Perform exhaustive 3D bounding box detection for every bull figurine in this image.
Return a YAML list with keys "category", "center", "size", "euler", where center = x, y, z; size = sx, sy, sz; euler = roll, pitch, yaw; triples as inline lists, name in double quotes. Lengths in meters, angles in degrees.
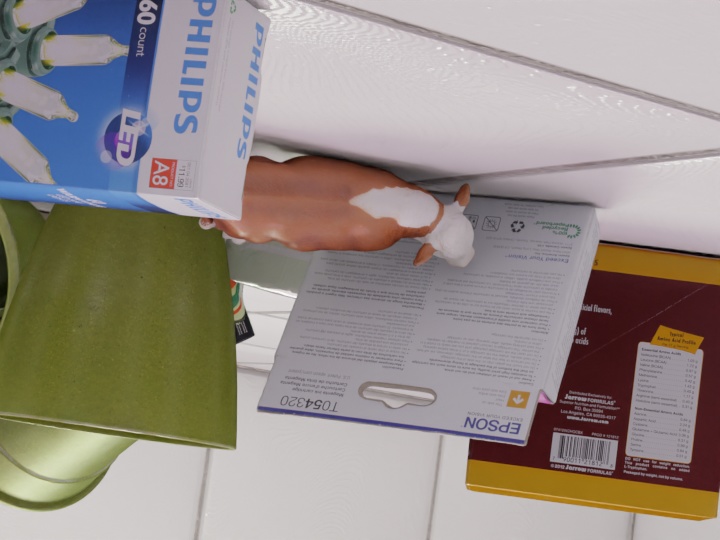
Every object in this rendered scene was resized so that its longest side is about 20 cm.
- category: "bull figurine"
  center: [-0.021, -0.041, 1.422]
  size: [0.199, 0.065, 0.121]
  euler: [10, 174, -23]

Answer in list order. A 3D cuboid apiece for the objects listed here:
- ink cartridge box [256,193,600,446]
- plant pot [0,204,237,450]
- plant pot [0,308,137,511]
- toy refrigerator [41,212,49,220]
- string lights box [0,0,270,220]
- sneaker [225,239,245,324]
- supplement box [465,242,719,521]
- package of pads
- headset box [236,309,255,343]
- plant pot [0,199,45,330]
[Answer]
- category: "ink cartridge box"
  center: [0.049, 0.035, 1.449]
  size: [0.196, 0.200, 0.043]
  euler: [6, 147, 21]
- category: "plant pot"
  center: [-0.167, 0.017, 1.503]
  size: [0.186, 0.201, 0.187]
  euler: [8, 173, 1]
- category: "plant pot"
  center: [-0.237, 0.087, 1.801]
  size: [0.200, 0.201, 0.190]
  euler: [13, 153, -39]
- category: "toy refrigerator"
  center: [-0.329, 0.044, 1.933]
  size: [0.076, 0.201, 0.070]
  euler: [12, 172, -25]
- category: "string lights box"
  center: [-0.151, -0.086, 1.021]
  size: [0.199, 0.103, 0.059]
  euler: [5, 172, 20]
- category: "sneaker"
  center: [-0.133, -0.024, 1.731]
  size: [0.070, 0.094, 0.200]
  euler: [-9, -158, -4]
- category: "supplement box"
  center: [0.191, 0.086, 1.670]
  size: [0.196, 0.201, 0.133]
  euler: [7, 173, 5]
- category: "package of pads"
  center: [0.000, 0.000, 1.618]
  size: [0.199, 0.068, 0.155]
  euler: [13, 180, 2]
- category: "headset box"
  center: [-0.233, 0.060, 2.039]
  size: [0.200, 0.093, 0.174]
  euler: [-24, -172, -24]
- category: "plant pot"
  center: [-0.328, -0.001, 1.654]
  size: [0.199, 0.201, 0.190]
  euler: [7, -176, 12]
